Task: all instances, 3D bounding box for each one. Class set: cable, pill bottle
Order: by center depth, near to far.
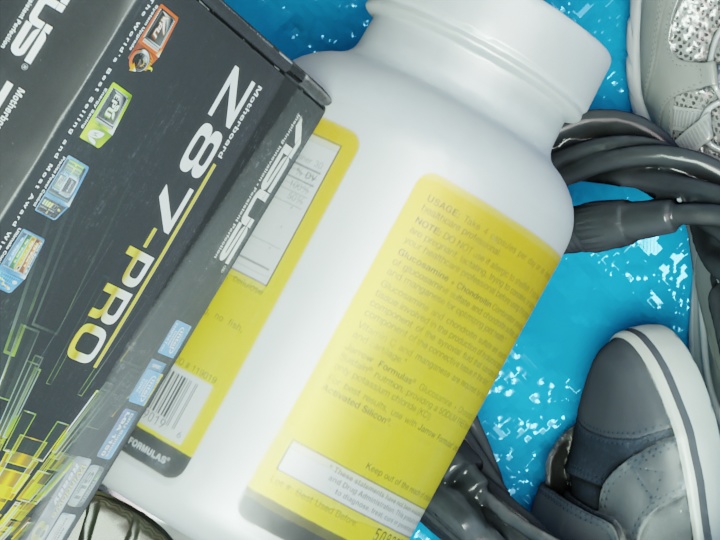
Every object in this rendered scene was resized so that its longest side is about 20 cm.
[{"bbox_3d":[0.000,0.000,0.867,0.112,0.112,0.200,30,87,-13],"label":"pill bottle"},{"bbox_3d":[0.090,0.041,0.905,0.200,0.051,0.163,38,93,30],"label":"cable"}]

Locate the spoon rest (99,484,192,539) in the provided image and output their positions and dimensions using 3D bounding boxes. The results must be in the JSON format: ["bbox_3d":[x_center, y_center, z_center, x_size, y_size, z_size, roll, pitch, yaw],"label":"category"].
[{"bbox_3d":[-0.072,0.121,0.929,0.099,0.061,0.200,2,96,-12],"label":"spoon rest"}]

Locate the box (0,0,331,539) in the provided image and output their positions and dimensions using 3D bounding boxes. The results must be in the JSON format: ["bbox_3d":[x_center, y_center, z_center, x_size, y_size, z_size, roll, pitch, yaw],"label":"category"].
[{"bbox_3d":[-0.097,0.007,0.753,0.049,0.161,0.200,31,88,17],"label":"box"}]

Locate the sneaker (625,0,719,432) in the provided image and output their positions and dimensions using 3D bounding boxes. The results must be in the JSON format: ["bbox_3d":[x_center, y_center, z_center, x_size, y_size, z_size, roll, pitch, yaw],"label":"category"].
[{"bbox_3d":[0.149,-0.030,0.948,0.075,0.082,0.200,-14,98,-10],"label":"sneaker"}]

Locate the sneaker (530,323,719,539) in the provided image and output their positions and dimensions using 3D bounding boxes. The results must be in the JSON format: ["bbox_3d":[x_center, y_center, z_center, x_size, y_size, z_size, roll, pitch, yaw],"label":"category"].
[{"bbox_3d":[0.087,0.121,0.952,0.079,0.078,0.200,-7,98,-17],"label":"sneaker"}]

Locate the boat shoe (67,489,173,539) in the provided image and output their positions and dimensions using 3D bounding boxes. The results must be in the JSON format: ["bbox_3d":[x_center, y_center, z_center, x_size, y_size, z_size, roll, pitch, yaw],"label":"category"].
[{"bbox_3d":[-0.147,0.072,0.869,0.200,0.074,0.076,34,88,-6],"label":"boat shoe"}]
